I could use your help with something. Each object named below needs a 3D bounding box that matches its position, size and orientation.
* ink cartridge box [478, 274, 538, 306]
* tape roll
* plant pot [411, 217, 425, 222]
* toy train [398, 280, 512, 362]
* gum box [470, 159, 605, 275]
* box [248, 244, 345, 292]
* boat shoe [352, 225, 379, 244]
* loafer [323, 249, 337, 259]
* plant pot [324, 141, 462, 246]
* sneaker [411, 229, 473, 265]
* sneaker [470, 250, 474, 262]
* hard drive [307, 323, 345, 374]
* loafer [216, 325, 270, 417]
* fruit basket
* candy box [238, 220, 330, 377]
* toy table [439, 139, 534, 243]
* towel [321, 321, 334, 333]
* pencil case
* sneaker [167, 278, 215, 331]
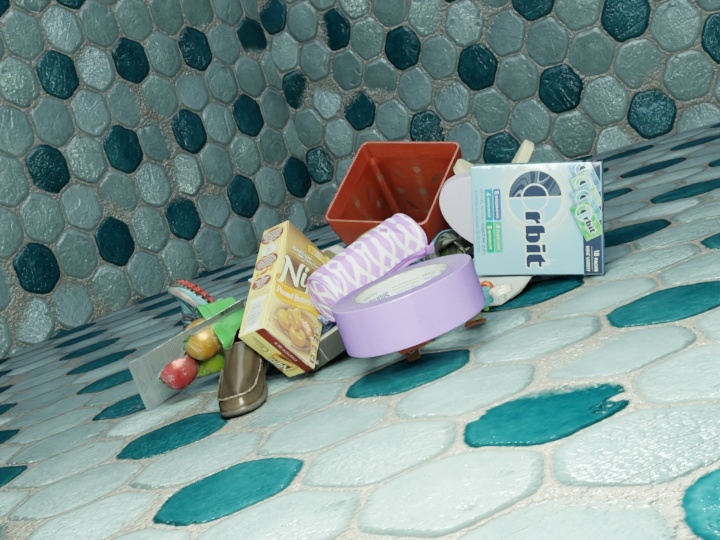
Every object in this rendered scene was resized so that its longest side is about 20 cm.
[{"bbox_3d":[0.214,0.029,1.624,0.198,0.058,0.162,-1,2,-17],"label":"ink cartridge box"},{"bbox_3d":[0.064,0.045,1.337,0.198,0.066,0.200,-22,8,3],"label":"tape roll"},{"bbox_3d":[0.138,-0.050,1.976,0.198,0.136,0.200,-17,7,2],"label":"plant pot"},{"bbox_3d":[0.119,0.077,1.409,0.198,0.056,0.150,-23,9,-11],"label":"toy train"},{"bbox_3d":[0.272,-0.080,1.544,0.198,0.172,0.045,0,10,17],"label":"gum box"},{"bbox_3d":[-0.085,0.048,1.775,0.199,0.114,0.101,-22,33,-32],"label":"box"},{"bbox_3d":[-0.001,0.000,1.591,0.199,0.072,0.068,-34,30,6],"label":"boat shoe"},{"bbox_3d":[0.004,0.018,1.677,0.076,0.198,0.068,106,-171,-60],"label":"loafer"},{"bbox_3d":[0.082,-0.098,1.808,0.198,0.177,0.201,5,50,28],"label":"plant pot"},{"bbox_3d":[0.144,-0.022,1.654,0.082,0.072,0.199,3,13,29],"label":"sneaker"},{"bbox_3d":[0.233,-0.018,1.753,0.199,0.075,0.082,-24,-3,40],"label":"sneaker"},{"bbox_3d":[0.005,0.073,1.534,0.199,0.038,0.140,-35,3,17],"label":"hard drive"},{"bbox_3d":[-0.176,0.140,1.457,0.072,0.072,0.200,-17,24,8],"label":"loafer"},{"bbox_3d":[-0.264,0.128,1.576,0.199,0.094,0.186,-26,-25,-14],"label":"fruit basket"},{"bbox_3d":[-0.107,0.041,1.493,0.055,0.115,0.201,-20,43,32],"label":"candy box"},{"bbox_3d":[0.232,-0.117,1.663,0.184,0.199,0.117,-49,12,33],"label":"toy table"},{"bbox_3d":[-0.101,0.110,1.606,0.199,0.024,0.147,-33,1,20],"label":"towel"},{"bbox_3d":[0.012,-0.004,1.492,0.200,0.084,0.085,-39,52,-25],"label":"pencil case"},{"bbox_3d":[-0.261,0.100,1.679,0.096,0.200,0.079,-44,28,-6],"label":"sneaker"}]
